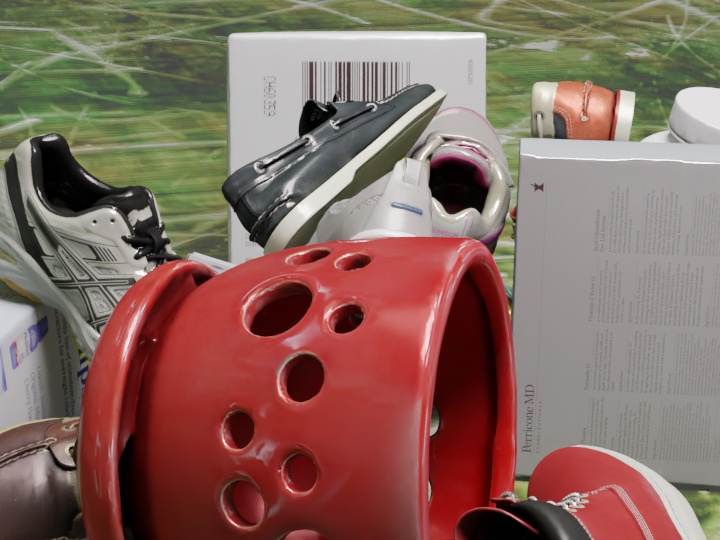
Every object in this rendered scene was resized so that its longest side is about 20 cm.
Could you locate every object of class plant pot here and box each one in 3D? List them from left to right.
[{"bbox_3d":[-0.028,0.081,0.773,0.182,0.201,0.200,3,18,17],"label":"plant pot"}]

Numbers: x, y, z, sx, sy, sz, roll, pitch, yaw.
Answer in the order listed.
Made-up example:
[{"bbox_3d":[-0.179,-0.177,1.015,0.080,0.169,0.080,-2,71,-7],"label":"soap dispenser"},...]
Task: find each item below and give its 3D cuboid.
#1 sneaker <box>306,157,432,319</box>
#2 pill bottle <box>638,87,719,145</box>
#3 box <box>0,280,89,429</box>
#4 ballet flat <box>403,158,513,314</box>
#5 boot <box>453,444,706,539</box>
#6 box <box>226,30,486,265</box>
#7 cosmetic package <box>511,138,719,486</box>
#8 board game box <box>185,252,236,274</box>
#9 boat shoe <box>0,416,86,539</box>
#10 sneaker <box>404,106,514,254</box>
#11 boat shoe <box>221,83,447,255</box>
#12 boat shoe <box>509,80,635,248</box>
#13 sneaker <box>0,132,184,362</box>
[{"bbox_3d":[0.000,0.000,0.921,0.074,0.082,0.200,22,-24,-17],"label":"sneaker"},{"bbox_3d":[0.213,-0.011,1.026,0.112,0.201,0.113,10,28,-5],"label":"pill bottle"},{"bbox_3d":[-0.271,0.054,0.955,0.183,0.105,0.200,7,27,16],"label":"box"},{"bbox_3d":[0.055,0.002,1.111,0.067,0.067,0.200,-30,59,-4],"label":"ballet flat"},{"bbox_3d":[0.094,0.122,0.761,0.144,0.073,0.200,27,10,-22],"label":"boot"},{"bbox_3d":[-0.003,-0.085,1.236,0.198,0.201,0.131,0,7,1],"label":"box"},{"bbox_3d":[0.164,0.026,0.936,0.150,0.201,0.052,2,17,3],"label":"cosmetic package"},{"bbox_3d":[-0.013,0.038,1.075,0.199,0.035,0.126,16,-5,39],"label":"board game box"},{"bbox_3d":[-0.141,0.109,0.859,0.199,0.073,0.072,-10,-5,-45],"label":"boat shoe"},{"bbox_3d":[0.067,-0.055,1.049,0.081,0.088,0.200,13,39,-4],"label":"sneaker"},{"bbox_3d":[-0.017,-0.077,0.989,0.066,0.075,0.199,39,50,8],"label":"boat shoe"},{"bbox_3d":[0.127,-0.037,1.007,0.062,0.201,0.071,8,46,3],"label":"boat shoe"},{"bbox_3d":[-0.132,0.001,0.894,0.200,0.088,0.076,35,31,7],"label":"sneaker"}]
